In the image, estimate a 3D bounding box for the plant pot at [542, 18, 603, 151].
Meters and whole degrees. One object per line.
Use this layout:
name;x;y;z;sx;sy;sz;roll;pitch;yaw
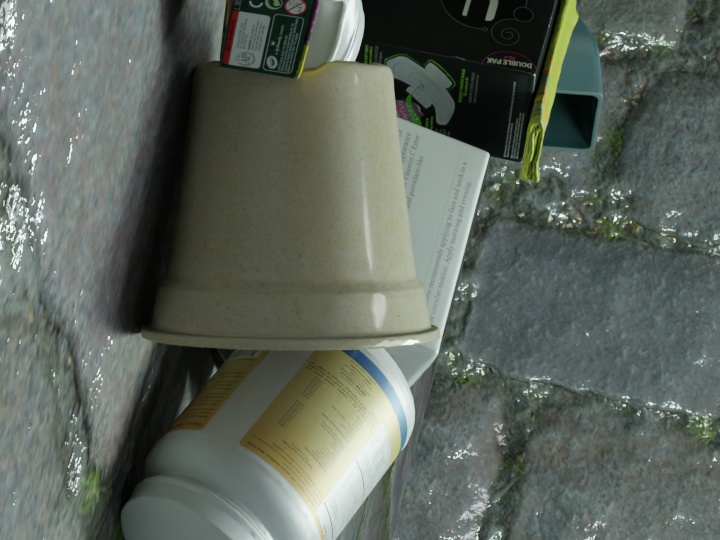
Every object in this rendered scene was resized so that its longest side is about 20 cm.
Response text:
plant pot;0.350;-0.361;3.773;0.196;0.195;0.200;89;7;-61

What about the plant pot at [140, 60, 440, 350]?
plant pot;-0.046;-0.046;1.355;0.200;0.200;0.184;-17;107;-82

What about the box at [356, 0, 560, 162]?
box;0.066;-0.205;1.793;0.124;0.200;0.149;94;10;-54

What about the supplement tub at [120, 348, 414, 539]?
supplement tub;-0.066;0.139;1.463;0.200;0.144;0.145;-50;157;-36

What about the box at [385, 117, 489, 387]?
box;0.000;0.000;1.721;0.200;0.131;0.199;127;-18;-62

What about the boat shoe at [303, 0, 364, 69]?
boat shoe;-0.030;-0.234;1.532;0.066;0.072;0.200;-29;130;-74

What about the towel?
towel;0.171;-0.179;1.787;0.086;0.018;0.200;95;10;-56

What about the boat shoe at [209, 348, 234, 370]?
boat shoe;-0.091;0.037;1.564;0.072;0.061;0.201;-27;139;-18

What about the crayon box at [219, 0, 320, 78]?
crayon box;-0.042;-0.251;1.253;0.200;0.058;0.173;107;-11;-48
